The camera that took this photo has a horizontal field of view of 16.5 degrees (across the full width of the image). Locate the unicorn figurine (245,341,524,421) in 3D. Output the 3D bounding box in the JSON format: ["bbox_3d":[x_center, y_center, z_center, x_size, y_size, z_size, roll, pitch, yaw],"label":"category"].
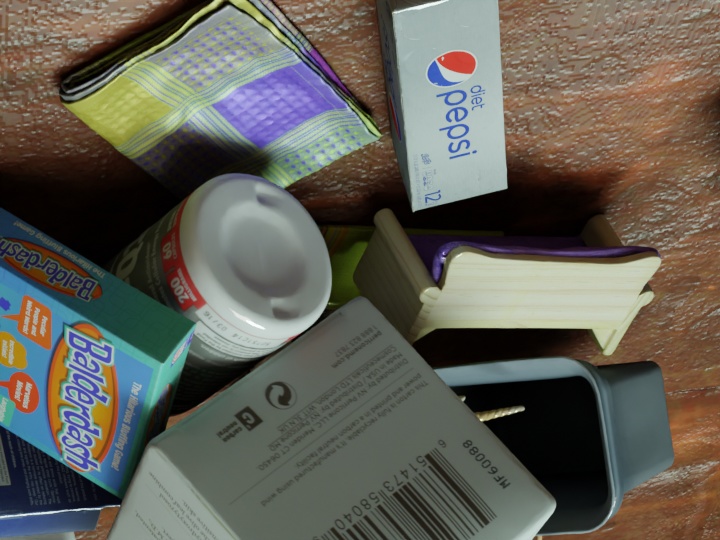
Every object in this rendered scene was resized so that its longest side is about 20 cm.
[{"bbox_3d":[-0.006,0.116,1.773,0.074,0.199,0.138,-44,161,-57],"label":"unicorn figurine"}]

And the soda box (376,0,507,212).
[{"bbox_3d":[0.051,-0.127,1.564,0.068,0.064,0.200,-14,144,-4],"label":"soda box"}]

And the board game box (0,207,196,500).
[{"bbox_3d":[-0.210,0.043,1.586,0.199,0.045,0.152,29,139,9],"label":"board game box"}]

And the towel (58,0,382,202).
[{"bbox_3d":[-0.086,-0.099,1.576,0.143,0.023,0.200,-29,143,13],"label":"towel"}]

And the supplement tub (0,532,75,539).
[{"bbox_3d":[-0.306,0.249,1.837,0.144,0.146,0.200,5,138,-29],"label":"supplement tub"}]

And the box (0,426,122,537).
[{"bbox_3d":[-0.256,0.129,1.720,0.199,0.122,0.032,-3,141,-20],"label":"box"}]

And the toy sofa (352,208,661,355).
[{"bbox_3d":[0.104,-0.003,1.721,0.199,0.083,0.098,1,132,-33],"label":"toy sofa"}]

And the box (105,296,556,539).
[{"bbox_3d":[-0.024,0.169,1.619,0.199,0.200,0.172,-35,164,-33],"label":"box"}]

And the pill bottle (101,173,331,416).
[{"bbox_3d":[-0.119,0.028,1.632,0.113,0.114,0.200,12,148,-35],"label":"pill bottle"}]

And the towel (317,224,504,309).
[{"bbox_3d":[0.000,0.000,1.751,0.199,0.018,0.086,1,141,-26],"label":"towel"}]

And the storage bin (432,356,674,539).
[{"bbox_3d":[0.132,0.131,1.828,0.199,0.146,0.134,-8,-178,38],"label":"storage bin"}]
